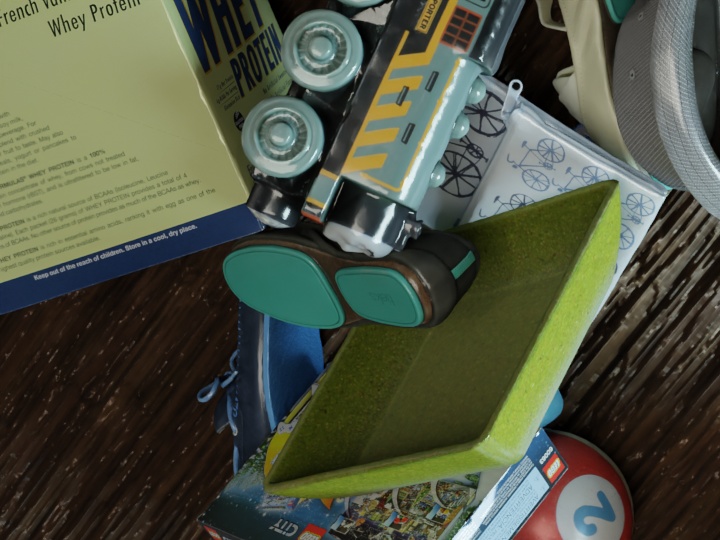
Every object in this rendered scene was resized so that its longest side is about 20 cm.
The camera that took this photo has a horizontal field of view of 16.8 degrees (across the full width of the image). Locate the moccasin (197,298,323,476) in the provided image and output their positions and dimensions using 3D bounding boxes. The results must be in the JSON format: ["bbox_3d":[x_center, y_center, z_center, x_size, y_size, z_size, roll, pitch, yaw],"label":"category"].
[{"bbox_3d":[-0.068,0.095,1.564,0.068,0.080,0.201,5,101,30],"label":"moccasin"}]

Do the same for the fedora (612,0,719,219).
[{"bbox_3d":[0.209,-0.123,1.404,0.090,0.177,0.201,-1,80,51],"label":"fedora"}]

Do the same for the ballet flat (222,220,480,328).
[{"bbox_3d":[0.000,0.000,1.455,0.200,0.068,0.068,8,129,51],"label":"ballet flat"}]

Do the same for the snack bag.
[{"bbox_3d":[0.071,-0.045,1.468,0.200,0.021,0.189,34,143,7],"label":"snack bag"}]

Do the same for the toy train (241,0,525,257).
[{"bbox_3d":[0.012,-0.107,1.369,0.114,0.085,0.200,24,88,6],"label":"toy train"}]

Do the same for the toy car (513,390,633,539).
[{"bbox_3d":[0.070,0.185,1.479,0.177,0.200,0.185,-24,96,21],"label":"toy car"}]

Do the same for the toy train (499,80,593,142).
[{"bbox_3d":[0.078,-0.096,1.498,0.200,0.034,0.046,27,90,10],"label":"toy train"}]

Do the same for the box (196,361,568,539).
[{"bbox_3d":[0.010,0.133,1.452,0.200,0.137,0.038,15,149,50],"label":"box"}]

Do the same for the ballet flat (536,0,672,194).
[{"bbox_3d":[0.141,-0.138,1.456,0.069,0.069,0.201,-11,97,19],"label":"ballet flat"}]

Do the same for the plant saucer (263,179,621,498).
[{"bbox_3d":[0.058,0.052,1.402,0.048,0.200,0.200,45,145,-22],"label":"plant saucer"}]

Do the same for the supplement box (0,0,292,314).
[{"bbox_3d":[-0.157,-0.110,1.467,0.200,0.134,0.200,-17,105,24],"label":"supplement box"}]
